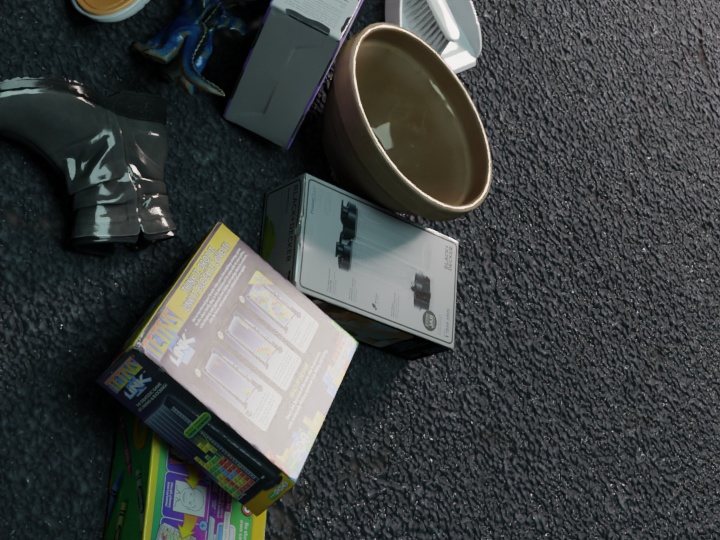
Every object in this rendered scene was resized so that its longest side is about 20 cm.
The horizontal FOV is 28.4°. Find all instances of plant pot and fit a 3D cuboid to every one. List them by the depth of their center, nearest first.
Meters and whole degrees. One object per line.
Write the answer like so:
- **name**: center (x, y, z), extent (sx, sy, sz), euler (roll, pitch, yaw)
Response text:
- **plant pot**: center (0.030, -0.128, 1.366), extent (0.200, 0.093, 0.202), euler (30, 46, -36)

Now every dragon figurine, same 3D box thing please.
- **dragon figurine**: center (-0.137, -0.207, 1.216), extent (0.059, 0.200, 0.100), euler (41, 90, -23)

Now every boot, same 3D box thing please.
- **boot**: center (-0.230, -0.080, 1.138), extent (0.199, 0.070, 0.132), euler (1, 80, -39)

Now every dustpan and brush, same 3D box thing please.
- **dustpan and brush**: center (0.065, -0.302, 1.494), extent (0.139, 0.057, 0.201), euler (-28, 96, -45)

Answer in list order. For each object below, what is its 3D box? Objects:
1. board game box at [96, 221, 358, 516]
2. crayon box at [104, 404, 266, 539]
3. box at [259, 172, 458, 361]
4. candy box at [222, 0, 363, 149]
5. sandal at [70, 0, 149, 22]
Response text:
- **board game box**: center (-0.100, 0.075, 1.151), extent (0.165, 0.057, 0.200), euler (41, 32, -9)
- **crayon box**: center (-0.138, 0.211, 1.127), extent (0.118, 0.058, 0.201), euler (21, 62, -37)
- **box**: center (0.000, 0.000, 1.329), extent (0.199, 0.060, 0.117), euler (21, 62, -38)
- **candy box**: center (-0.040, -0.239, 1.291), extent (0.071, 0.168, 0.201), euler (26, 55, -5)
- **sandal**: center (-0.182, -0.303, 1.214), extent (0.207, 0.079, 0.059), euler (-55, 158, -20)
